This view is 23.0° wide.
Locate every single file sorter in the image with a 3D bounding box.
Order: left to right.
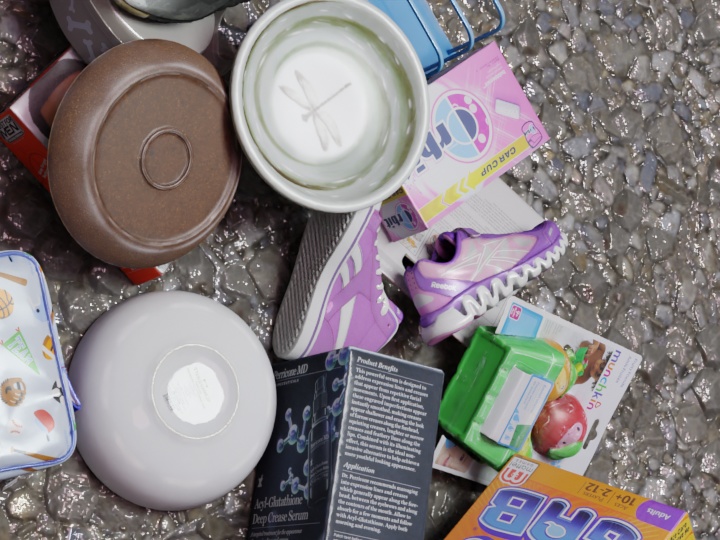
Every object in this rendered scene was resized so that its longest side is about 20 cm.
[{"bbox_3d":[0.022,-0.240,1.737,0.200,0.122,0.139,-37,100,-31],"label":"file sorter"}]

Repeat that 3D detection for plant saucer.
[{"bbox_3d":[-0.175,-0.098,1.527,0.199,0.034,0.202,-11,108,-37],"label":"plant saucer"},{"bbox_3d":[-0.033,-0.150,1.600,0.199,0.050,0.202,2,85,-27],"label":"plant saucer"}]

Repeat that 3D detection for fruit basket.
[{"bbox_3d":[0.180,0.140,1.758,0.199,0.094,0.186,25,95,-31],"label":"fruit basket"}]

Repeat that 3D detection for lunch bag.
[{"bbox_3d":[-0.322,0.087,1.489,0.159,0.075,0.202,-9,85,-35],"label":"lunch bag"}]

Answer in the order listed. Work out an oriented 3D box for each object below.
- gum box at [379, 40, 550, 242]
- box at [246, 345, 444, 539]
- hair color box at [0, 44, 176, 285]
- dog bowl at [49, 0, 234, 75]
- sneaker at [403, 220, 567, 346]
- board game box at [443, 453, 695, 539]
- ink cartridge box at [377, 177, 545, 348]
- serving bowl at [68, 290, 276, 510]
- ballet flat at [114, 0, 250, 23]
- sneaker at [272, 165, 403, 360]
[{"bbox_3d":[0.086,-0.130,1.737,0.200,0.066,0.114,-36,99,-32],"label":"gum box"},{"bbox_3d":[-0.016,0.184,1.616,0.106,0.148,0.201,17,72,-28],"label":"box"},{"bbox_3d":[-0.226,-0.095,1.590,0.200,0.061,0.102,48,60,-15],"label":"hair color box"},{"bbox_3d":[-0.199,-0.246,1.602,0.200,0.059,0.201,31,45,-35],"label":"dog bowl"},{"bbox_3d":[0.119,-0.010,1.732,0.200,0.080,0.089,-32,87,-33],"label":"sneaker"},{"bbox_3d":[0.191,0.331,1.648,0.200,0.199,0.201,-45,132,-30],"label":"board game box"},{"bbox_3d":[0.080,-0.036,1.780,0.200,0.045,0.177,41,63,-19],"label":"ink cartridge box"},{"bbox_3d":[-0.159,0.112,1.582,0.199,0.066,0.202,5,78,-26],"label":"serving bowl"},{"bbox_3d":[-0.151,-0.257,1.590,0.199,0.057,0.067,-19,103,-48],"label":"ballet flat"},{"bbox_3d":[0.000,0.000,1.682,0.114,0.073,0.202,15,106,-30],"label":"sneaker"}]
